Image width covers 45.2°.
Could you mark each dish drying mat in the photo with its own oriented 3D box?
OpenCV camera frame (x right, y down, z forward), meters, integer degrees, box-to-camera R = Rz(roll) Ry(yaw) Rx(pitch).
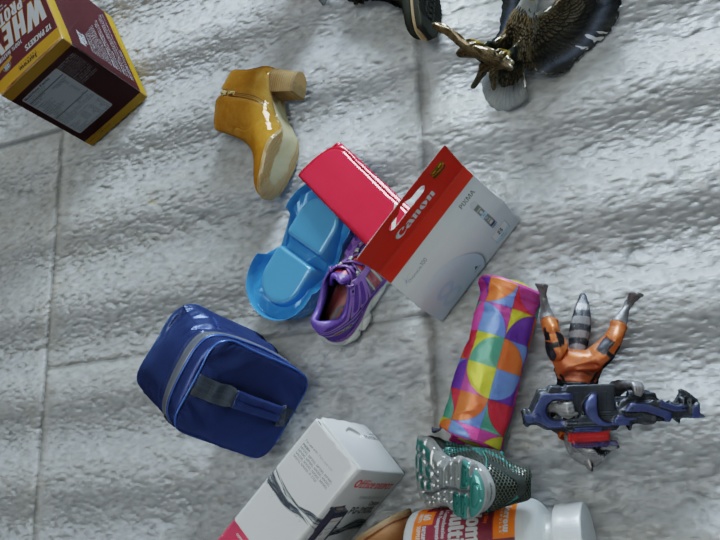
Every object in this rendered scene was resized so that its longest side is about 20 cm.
[{"bbox_3d":[0.001,-0.092,1.116,0.076,0.018,0.200,-39,57,-7],"label":"dish drying mat"}]

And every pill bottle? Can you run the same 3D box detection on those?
[{"bbox_3d":[0.152,0.308,0.938,0.196,0.109,0.112,-13,71,23],"label":"pill bottle"}]

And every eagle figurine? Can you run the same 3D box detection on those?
[{"bbox_3d":[0.215,-0.316,1.086,0.200,0.150,0.153,-43,103,-23],"label":"eagle figurine"}]

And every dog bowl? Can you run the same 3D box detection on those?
[{"bbox_3d":[-0.073,-0.022,1.174,0.111,0.049,0.203,33,92,29],"label":"dog bowl"}]

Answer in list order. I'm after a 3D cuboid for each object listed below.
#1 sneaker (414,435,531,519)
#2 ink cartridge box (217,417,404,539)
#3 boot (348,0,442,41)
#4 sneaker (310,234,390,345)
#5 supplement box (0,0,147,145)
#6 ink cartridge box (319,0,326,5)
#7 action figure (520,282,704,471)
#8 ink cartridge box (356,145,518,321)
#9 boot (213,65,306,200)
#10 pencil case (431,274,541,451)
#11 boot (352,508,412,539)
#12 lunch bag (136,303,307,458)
[{"bbox_3d":[0.122,0.228,0.961,0.089,0.199,0.080,0,92,-18],"label":"sneaker"},{"bbox_3d":[-0.058,0.282,1.028,0.084,0.144,0.201,43,96,27],"label":"ink cartridge box"},{"bbox_3d":[0.035,-0.383,1.212,0.136,0.077,0.204,-20,55,25],"label":"boot"},{"bbox_3d":[0.000,0.000,1.112,0.079,0.083,0.204,22,84,28],"label":"sneaker"},{"bbox_3d":[-0.477,-0.347,1.375,0.132,0.199,0.200,-35,64,12],"label":"supplement box"},{"bbox_3d":[-0.097,-0.508,1.230,0.082,0.199,0.180,13,81,28],"label":"ink cartridge box"},{"bbox_3d":[0.271,0.122,0.960,0.194,0.105,0.199,6,85,-1],"label":"action figure"},{"bbox_3d":[0.096,-0.037,1.007,0.047,0.199,0.161,41,95,29],"label":"ink cartridge box"},{"bbox_3d":[-0.159,-0.200,1.261,0.141,0.070,0.206,4,75,33],"label":"boot"},{"bbox_3d":[0.150,0.109,1.010,0.087,0.088,0.204,16,83,28],"label":"pencil case"},{"bbox_3d":[0.033,0.392,0.999,0.155,0.073,0.202,47,111,30],"label":"boot"},{"bbox_3d":[-0.164,0.149,1.094,0.132,0.198,0.138,33,93,47],"label":"lunch bag"}]
